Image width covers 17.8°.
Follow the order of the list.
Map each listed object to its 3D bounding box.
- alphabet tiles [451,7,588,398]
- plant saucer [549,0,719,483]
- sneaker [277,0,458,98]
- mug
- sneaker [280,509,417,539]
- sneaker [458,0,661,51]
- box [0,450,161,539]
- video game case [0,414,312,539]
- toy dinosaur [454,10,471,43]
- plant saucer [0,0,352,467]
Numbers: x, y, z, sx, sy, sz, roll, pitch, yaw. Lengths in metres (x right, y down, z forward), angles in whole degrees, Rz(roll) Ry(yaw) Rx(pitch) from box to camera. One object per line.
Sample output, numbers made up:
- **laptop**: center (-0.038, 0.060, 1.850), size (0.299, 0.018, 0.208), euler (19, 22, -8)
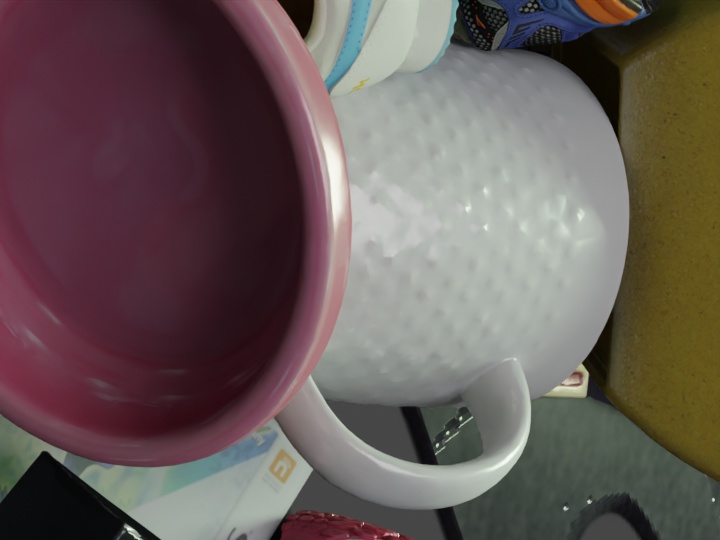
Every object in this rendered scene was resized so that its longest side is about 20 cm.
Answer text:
- **alphabet tiles**: center (0.081, -0.041, 1.063), size (0.167, 0.008, 0.201), euler (4, 93, -43)
- **plant saucer**: center (0.115, -0.033, 0.982), size (0.048, 0.200, 0.201), euler (-2, 105, -7)
- **sneaker**: center (-0.016, -0.155, 0.783), size (0.081, 0.076, 0.201), euler (-23, 114, -38)
- **mug**: center (0.000, 0.000, 0.886), size (0.175, 0.148, 0.201), euler (4, 56, -38)
- **sneaker**: center (0.030, 0.171, 1.003), size (0.200, 0.080, 0.075), euler (46, 69, -36)
- **sneaker**: center (0.084, -0.146, 0.943), size (0.076, 0.078, 0.200), euler (62, 25, -14)
- **box**: center (-0.120, 0.191, 0.848), size (0.200, 0.079, 0.141), euler (-51, 129, -6)
- **video game case**: center (-0.122, 0.091, 0.896), size (0.200, 0.022, 0.183), euler (46, 66, -35)
- **toy dinosaur**: center (-0.043, -0.159, 0.900), size (0.199, 0.058, 0.102), euler (20, 81, -17)
- **plant saucer**: center (-0.083, -0.034, 0.791), size (0.051, 0.200, 0.202), euler (-26, 114, -54)
